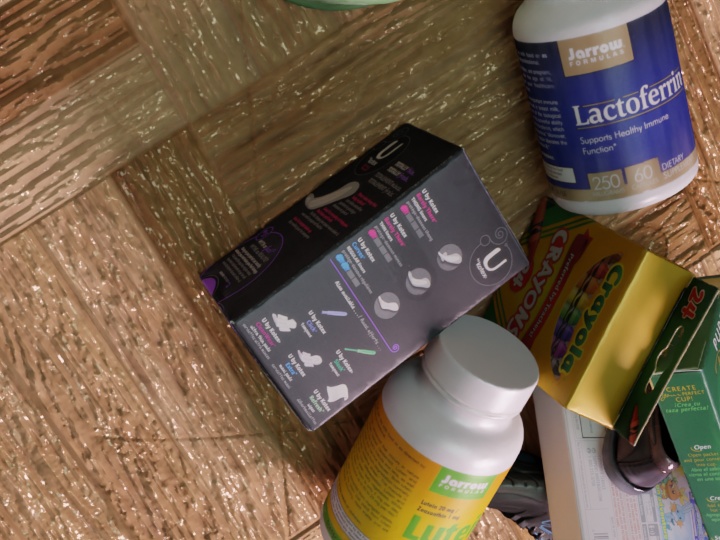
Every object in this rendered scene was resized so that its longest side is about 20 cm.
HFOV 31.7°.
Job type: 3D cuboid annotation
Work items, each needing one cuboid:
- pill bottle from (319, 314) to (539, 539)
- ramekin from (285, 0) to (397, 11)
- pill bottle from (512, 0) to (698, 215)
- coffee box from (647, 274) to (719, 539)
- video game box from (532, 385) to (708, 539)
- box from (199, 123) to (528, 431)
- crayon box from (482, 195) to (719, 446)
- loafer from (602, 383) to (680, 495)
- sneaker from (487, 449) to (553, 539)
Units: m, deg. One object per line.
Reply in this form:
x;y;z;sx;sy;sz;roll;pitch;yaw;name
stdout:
0.054;0.136;0.948;0.110;0.112;0.201;13;122;-22;pill bottle
-0.003;-0.273;0.847;0.198;0.098;0.202;-5;107;-18;ramekin
0.176;-0.153;0.937;0.115;0.116;0.202;-22;111;-12;pill bottle
0.277;0.117;0.965;0.201;0.044;0.123;64;36;-26;coffee box
0.233;0.178;1.025;0.180;0.047;0.202;4;70;-27;video game box
0.000;0.000;0.915;0.199;0.122;0.107;-37;113;-5;box
0.168;0.030;0.940;0.050;0.200;0.128;24;97;-23;crayon box
0.246;0.082;1.005;0.071;0.063;0.201;30;58;-16;loafer
0.156;0.200;1.056;0.198;0.073;0.083;12;104;-20;sneaker
